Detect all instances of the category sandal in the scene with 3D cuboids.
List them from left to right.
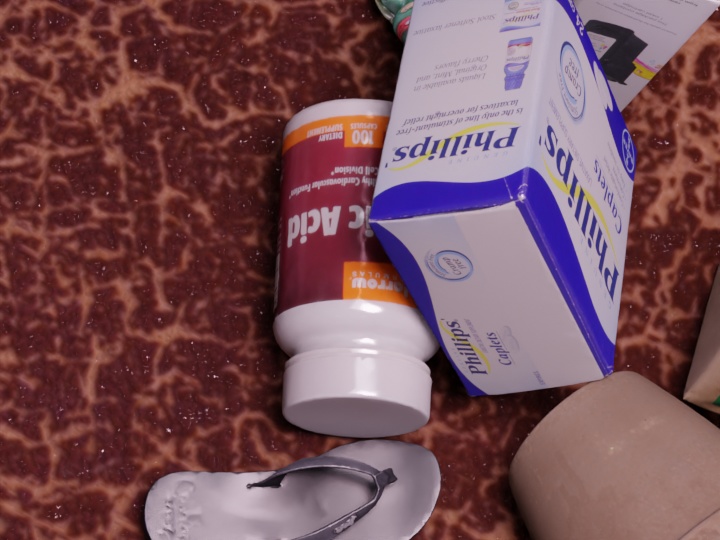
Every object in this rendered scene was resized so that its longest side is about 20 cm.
[{"bbox_3d":[-0.039,0.153,1.336,0.199,0.043,0.077,-9,73,-14],"label":"sandal"}]

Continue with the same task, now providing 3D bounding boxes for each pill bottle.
[{"bbox_3d":[0.000,0.000,1.359,0.113,0.114,0.201,5,70,-10],"label":"pill bottle"}]

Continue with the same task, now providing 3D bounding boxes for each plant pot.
[{"bbox_3d":[0.185,0.163,1.315,0.199,0.201,0.175,-30,62,-19],"label":"plant pot"}]

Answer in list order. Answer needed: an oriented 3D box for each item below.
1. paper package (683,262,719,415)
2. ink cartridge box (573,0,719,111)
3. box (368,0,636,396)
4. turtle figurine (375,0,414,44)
[{"bbox_3d":[0.312,-0.005,1.351,0.103,0.201,0.191,31,36,0],"label":"paper package"},{"bbox_3d":[0.190,-0.215,1.428,0.082,0.200,0.147,20,69,-7],"label":"ink cartridge box"},{"bbox_3d":[0.097,-0.055,1.325,0.104,0.184,0.201,-7,49,24],"label":"box"},{"bbox_3d":[0.043,-0.225,1.456,0.149,0.101,0.201,13,53,-23],"label":"turtle figurine"}]
